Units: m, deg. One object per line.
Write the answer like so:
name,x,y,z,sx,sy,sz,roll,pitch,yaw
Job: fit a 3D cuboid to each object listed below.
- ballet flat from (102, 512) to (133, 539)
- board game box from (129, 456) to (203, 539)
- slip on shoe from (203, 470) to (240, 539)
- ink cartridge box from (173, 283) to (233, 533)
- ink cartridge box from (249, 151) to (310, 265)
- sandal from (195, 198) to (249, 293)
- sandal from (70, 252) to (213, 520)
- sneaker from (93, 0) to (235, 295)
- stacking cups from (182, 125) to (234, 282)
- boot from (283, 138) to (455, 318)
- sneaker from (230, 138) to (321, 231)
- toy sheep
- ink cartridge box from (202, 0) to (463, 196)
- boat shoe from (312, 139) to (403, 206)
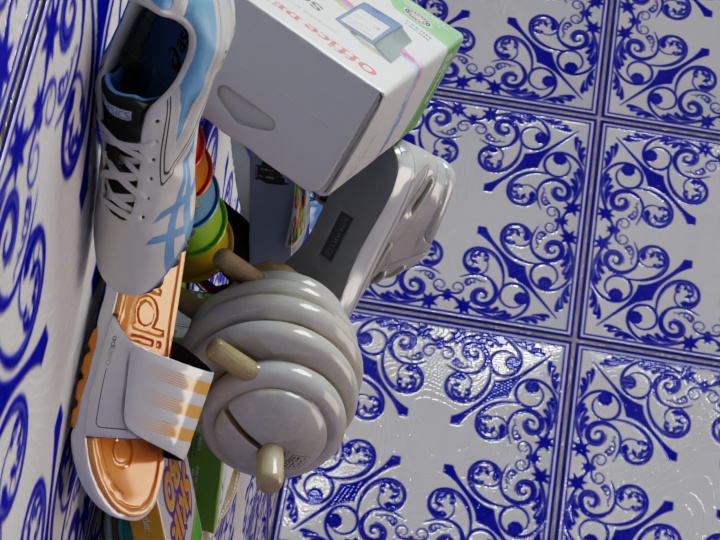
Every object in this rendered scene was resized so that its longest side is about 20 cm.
ballet flat,-0.139,0.210,1.403,0.069,0.071,0.201,-43,128,-16
board game box,-0.135,0.125,1.281,0.096,0.030,0.202,-76,161,-68
slip on shoe,-0.139,0.172,1.532,0.201,0.075,0.061,-68,176,-46
ink cartridge box,-0.122,0.081,1.486,0.200,0.075,0.149,-74,173,-66
ink cartridge box,-0.060,-0.066,1.494,0.120,0.042,0.202,-78,173,-66
sandal,-0.116,-0.010,1.595,0.048,0.075,0.201,-51,166,-12
sandal,-0.122,0.046,1.180,0.079,0.059,0.209,14,80,-54
sneaker,-0.122,-0.076,1.086,0.072,0.072,0.202,-19,132,-49
stacking cups,-0.123,-0.054,1.275,0.200,0.060,0.061,81,18,-69
boot,0.000,0.000,1.414,0.095,0.073,0.201,14,112,-53
sneaker,-0.042,-0.100,1.584,0.077,0.110,0.202,-16,95,-60
toy sheep,-0.062,0.069,1.298,0.201,0.136,0.139,-86,-178,-46
ink cartridge box,-0.032,-0.141,1.286,0.088,0.145,0.200,-58,173,25
boat shoe,-0.005,-0.072,1.478,0.200,0.072,0.063,16,84,-81
